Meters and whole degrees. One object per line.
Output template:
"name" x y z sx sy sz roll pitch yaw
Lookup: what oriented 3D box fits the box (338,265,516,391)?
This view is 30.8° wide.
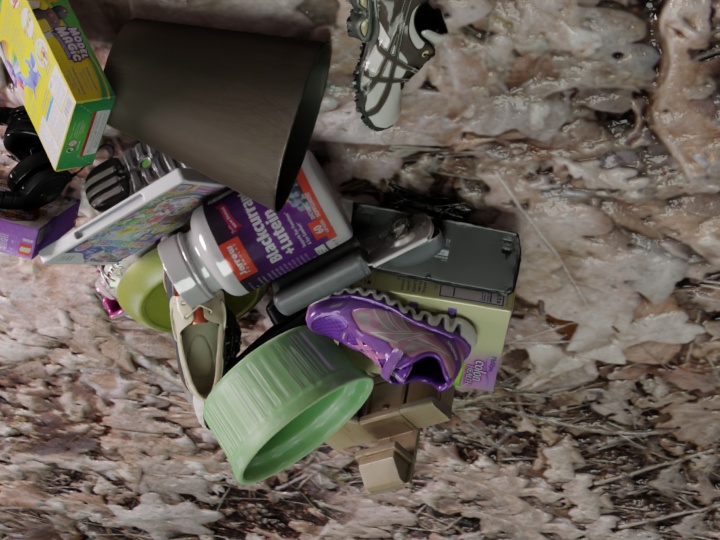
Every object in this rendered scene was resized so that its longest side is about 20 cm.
"box" 0.079 0.047 1.586 0.199 0.097 0.176 9 142 4

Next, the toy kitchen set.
"toy kitchen set" -0.009 0.180 1.725 0.200 0.163 0.180 -20 133 34

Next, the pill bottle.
"pill bottle" -0.118 -0.041 1.450 0.200 0.112 0.111 -28 134 3

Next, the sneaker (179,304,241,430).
"sneaker" -0.200 0.114 1.661 0.079 0.074 0.200 39 140 33

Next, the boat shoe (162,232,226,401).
"boat shoe" -0.192 0.056 1.538 0.071 0.063 0.200 -5 113 -11

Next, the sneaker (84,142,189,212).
"sneaker" -0.205 -0.116 1.489 0.200 0.075 0.115 -21 163 13

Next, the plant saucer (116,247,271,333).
"plant saucer" -0.199 0.025 1.617 0.200 0.031 0.200 -14 149 -8

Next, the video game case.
"video game case" -0.240 -0.057 1.456 0.200 0.018 0.143 -28 170 21

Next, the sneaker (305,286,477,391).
"sneaker" 0.033 0.084 1.494 0.200 0.089 0.081 16 144 -3

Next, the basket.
"basket" -0.150 -0.175 1.327 0.200 0.181 0.136 18 -179 5

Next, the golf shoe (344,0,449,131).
"golf shoe" 0.039 -0.211 1.281 0.094 0.078 0.200 4 143 9

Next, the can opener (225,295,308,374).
"can opener" -0.116 0.093 1.639 0.079 0.200 0.063 46 168 -6

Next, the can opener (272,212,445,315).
"can opener" 0.000 0.000 1.465 0.200 0.053 0.067 -27 125 12

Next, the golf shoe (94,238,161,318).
"golf shoe" -0.284 -0.006 1.609 0.091 0.075 0.200 -21 144 -16

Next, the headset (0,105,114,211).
"headset" -0.368 -0.118 1.478 0.200 0.124 0.094 0 149 -26

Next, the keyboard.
"keyboard" 0.087 -0.039 1.499 0.200 0.040 0.104 12 105 4

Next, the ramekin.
"ramekin" -0.091 0.156 1.564 0.098 0.200 0.200 51 145 17

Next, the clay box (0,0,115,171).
"clay box" -0.315 -0.214 1.317 0.048 0.200 0.115 -14 156 -32

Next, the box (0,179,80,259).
"box" -0.413 -0.066 1.502 0.137 0.200 0.039 15 102 -1
